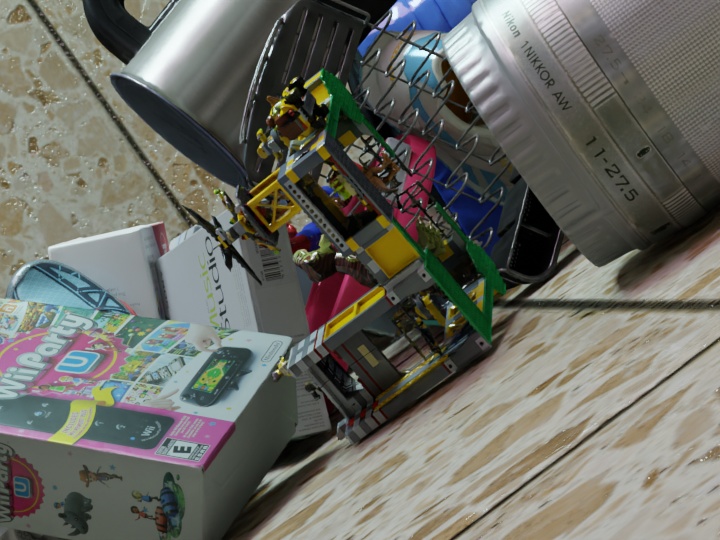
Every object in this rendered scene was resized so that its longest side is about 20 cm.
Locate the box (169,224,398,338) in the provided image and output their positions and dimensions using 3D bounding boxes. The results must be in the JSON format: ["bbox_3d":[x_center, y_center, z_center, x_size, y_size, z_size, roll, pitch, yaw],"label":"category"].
[{"bbox_3d":[-0.059,0.012,1.933,0.200,0.155,0.041,156,130,-81],"label":"box"}]

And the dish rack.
[{"bbox_3d":[0.032,-0.083,1.609,0.055,0.199,0.154,136,152,-60],"label":"dish rack"}]

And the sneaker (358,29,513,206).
[{"bbox_3d":[0.094,-0.091,1.740,0.081,0.200,0.077,6,74,55],"label":"sneaker"}]

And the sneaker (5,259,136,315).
[{"bbox_3d":[-0.149,0.054,1.679,0.079,0.200,0.096,-34,-24,-24],"label":"sneaker"}]

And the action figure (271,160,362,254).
[{"bbox_3d":[-0.037,-0.045,1.836,0.200,0.099,0.065,3,-70,-61],"label":"action figure"}]

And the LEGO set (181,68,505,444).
[{"bbox_3d":[-0.016,-0.001,1.497,0.116,0.200,0.154,-36,24,16],"label":"LEGO set"}]

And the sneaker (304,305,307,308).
[{"bbox_3d":[-0.072,0.057,1.818,0.200,0.083,0.077,108,173,-83],"label":"sneaker"}]

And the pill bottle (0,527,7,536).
[{"bbox_3d":[-0.294,0.212,1.720,0.200,0.120,0.120,-32,5,39],"label":"pill bottle"}]

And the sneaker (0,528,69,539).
[{"bbox_3d":[-0.140,0.156,1.547,0.200,0.075,0.082,-30,-15,-41],"label":"sneaker"}]

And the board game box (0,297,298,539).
[{"bbox_3d":[-0.153,0.084,1.505,0.199,0.064,0.148,7,28,17],"label":"board game box"}]

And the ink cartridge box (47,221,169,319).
[{"bbox_3d":[-0.149,0.073,1.810,0.067,0.201,0.116,-11,3,5],"label":"ink cartridge box"}]

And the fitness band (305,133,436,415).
[{"bbox_3d":[0.000,0.000,1.694,0.144,0.037,0.200,121,169,-51],"label":"fitness band"}]

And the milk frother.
[{"bbox_3d":[-0.069,-0.157,1.777,0.188,0.180,0.200,-51,-27,-10],"label":"milk frother"}]

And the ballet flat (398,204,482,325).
[{"bbox_3d":[0.047,-0.008,1.744,0.073,0.073,0.200,-36,5,2],"label":"ballet flat"}]

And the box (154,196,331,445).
[{"bbox_3d":[-0.076,0.044,1.673,0.036,0.145,0.200,-10,-7,-18],"label":"box"}]

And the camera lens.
[{"bbox_3d":[0.162,-0.116,1.370,0.200,0.160,0.160,-35,4,10],"label":"camera lens"}]

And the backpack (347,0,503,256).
[{"bbox_3d":[0.083,-0.122,1.888,0.168,0.200,0.163,-36,3,-3],"label":"backpack"}]
